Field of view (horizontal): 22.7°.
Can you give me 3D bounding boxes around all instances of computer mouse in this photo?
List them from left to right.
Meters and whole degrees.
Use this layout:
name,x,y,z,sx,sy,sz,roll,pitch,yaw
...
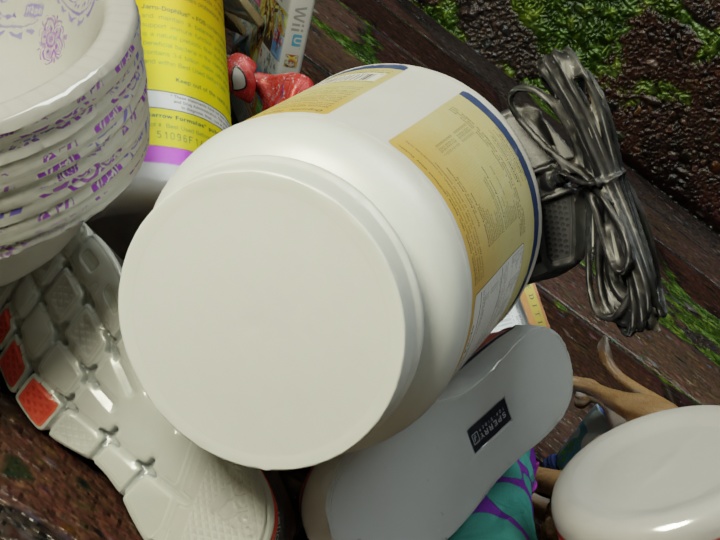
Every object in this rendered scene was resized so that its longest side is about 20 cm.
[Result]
name,x,y,z,sx,sy,sz,roll,pitch,yaw
computer mouse,0.079,-0.028,0.902,0.052,0.200,0.140,-19,92,-34

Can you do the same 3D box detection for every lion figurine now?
name,x,y,z,sx,sy,sz,roll,pitch,yaw
lion figurine,0.158,0.122,1.102,0.122,0.200,0.073,15,-39,27

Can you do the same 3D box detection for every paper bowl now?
name,x,y,z,sx,sy,sz,roll,pitch,yaw
paper bowl,-0.190,-0.062,0.776,0.199,0.105,0.201,-1,34,0

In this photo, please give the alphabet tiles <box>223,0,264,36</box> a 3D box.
name,x,y,z,sx,sy,sz,roll,pitch,yaw
alphabet tiles,-0.154,-0.218,1.154,0.199,0.006,0.166,29,-11,31

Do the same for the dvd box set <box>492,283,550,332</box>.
name,x,y,z,sx,sy,sz,roll,pitch,yaw
dvd box set,0.000,0.000,0.985,0.199,0.029,0.147,-13,78,-29

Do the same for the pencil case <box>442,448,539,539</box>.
name,x,y,z,sx,sy,sz,roll,pitch,yaw
pencil case,0.058,0.134,0.929,0.092,0.086,0.200,16,19,-6

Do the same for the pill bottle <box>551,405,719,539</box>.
name,x,y,z,sx,sy,sz,roll,pitch,yaw
pill bottle,0.171,0.177,0.858,0.116,0.115,0.201,-97,168,-70

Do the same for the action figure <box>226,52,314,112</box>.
name,x,y,z,sx,sy,sz,roll,pitch,yaw
action figure,-0.023,-0.037,1.043,0.200,0.099,0.065,47,-26,-4

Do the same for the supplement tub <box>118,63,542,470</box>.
name,x,y,z,sx,sy,sz,roll,pitch,yaw
supplement tub,-0.009,-0.006,0.781,0.144,0.145,0.200,39,24,5

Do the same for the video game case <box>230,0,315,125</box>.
name,x,y,z,sx,sy,sz,roll,pitch,yaw
video game case,-0.068,-0.118,1.186,0.018,0.201,0.143,6,25,-16

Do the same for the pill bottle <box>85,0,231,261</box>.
name,x,y,z,sx,sy,sz,roll,pitch,yaw
pill bottle,-0.119,-0.107,0.909,0.104,0.104,0.202,21,56,-48

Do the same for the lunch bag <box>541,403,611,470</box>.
name,x,y,z,sx,sy,sz,roll,pitch,yaw
lunch bag,0.225,0.171,1.228,0.199,0.083,0.161,22,23,-48

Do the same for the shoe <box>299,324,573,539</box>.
name,x,y,z,sx,sy,sz,roll,pitch,yaw
shoe,0.016,0.083,0.873,0.200,0.091,0.072,-31,110,-46

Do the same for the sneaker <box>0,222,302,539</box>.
name,x,y,z,sx,sy,sz,roll,pitch,yaw
sneaker,-0.097,0.059,0.822,0.201,0.077,0.082,55,16,18
